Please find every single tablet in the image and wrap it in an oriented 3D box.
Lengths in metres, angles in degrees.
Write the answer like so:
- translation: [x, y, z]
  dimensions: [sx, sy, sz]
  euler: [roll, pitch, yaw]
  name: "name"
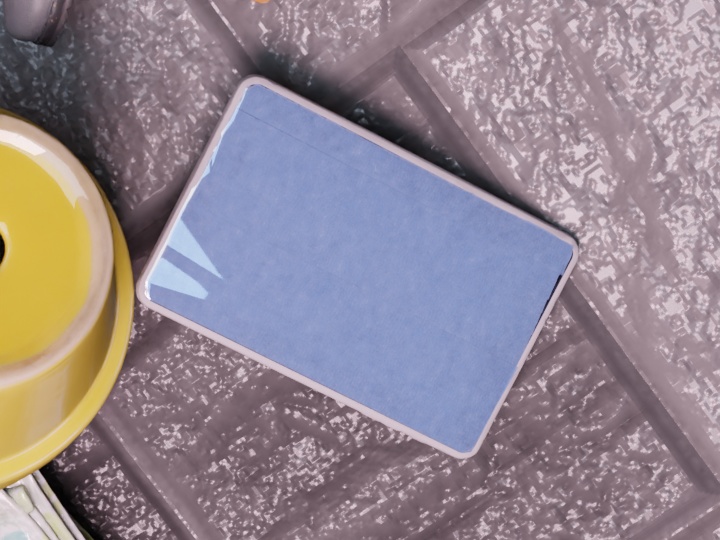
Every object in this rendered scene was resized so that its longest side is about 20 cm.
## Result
- translation: [0.000, 0.000, 1.368]
  dimensions: [0.200, 0.014, 0.130]
  euler: [27, 93, -13]
  name: "tablet"

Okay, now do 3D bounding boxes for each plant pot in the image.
- translation: [-0.197, 0.005, 1.291]
  dimensions: [0.200, 0.189, 0.201]
  euler: [3, 80, -17]
  name: "plant pot"

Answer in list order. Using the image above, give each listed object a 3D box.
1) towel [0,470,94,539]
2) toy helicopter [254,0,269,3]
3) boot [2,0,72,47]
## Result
- translation: [-0.213, 0.202, 1.438]
  dimensions: [0.200, 0.048, 0.171]
  euler: [-31, 114, 13]
  name: "towel"
- translation: [-0.036, -0.170, 1.259]
  dimensions: [0.132, 0.200, 0.079]
  euler: [-30, 101, -5]
  name: "toy helicopter"
- translation: [-0.205, -0.208, 1.312]
  dimensions: [0.131, 0.070, 0.201]
  euler: [-3, 95, -22]
  name: "boot"
